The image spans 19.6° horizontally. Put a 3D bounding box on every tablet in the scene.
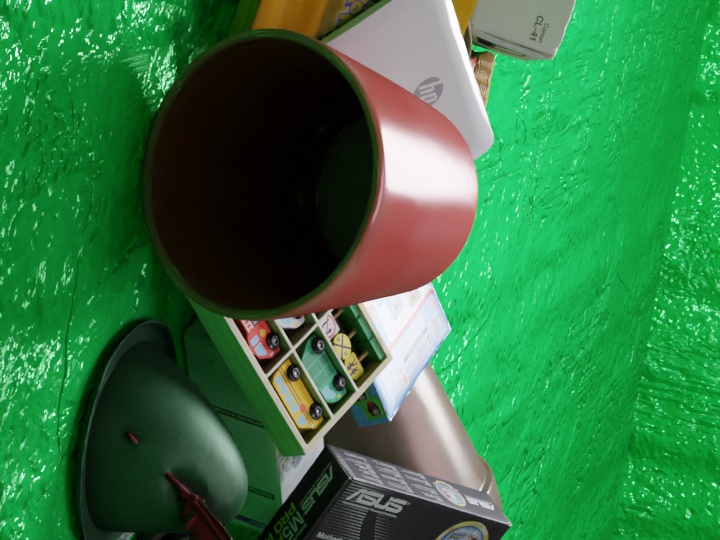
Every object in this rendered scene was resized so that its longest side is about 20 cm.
[{"bbox_3d":[0.031,-0.126,1.579,0.130,0.014,0.200,-35,141,-10],"label":"tablet"}]

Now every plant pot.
[{"bbox_3d":[0.014,0.156,1.847,0.200,0.199,0.174,-49,132,-57],"label":"plant pot"},{"bbox_3d":[-0.021,-0.058,1.451,0.177,0.200,0.202,7,96,-56],"label":"plant pot"}]

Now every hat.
[{"bbox_3d":[-0.090,0.149,1.485,0.166,0.175,0.201,-53,151,-53],"label":"hat"}]

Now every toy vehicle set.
[{"bbox_3d":[-0.062,0.021,1.540,0.124,0.026,0.201,-47,115,-40],"label":"toy vehicle set"}]

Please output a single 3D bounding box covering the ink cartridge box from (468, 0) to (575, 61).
[{"bbox_3d":[0.144,-0.264,1.826,0.200,0.085,0.148,-110,-142,-86],"label":"ink cartridge box"}]

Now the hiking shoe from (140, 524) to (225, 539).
[{"bbox_3d":[-0.128,0.246,1.565,0.200,0.100,0.076,-60,156,-44],"label":"hiking shoe"}]

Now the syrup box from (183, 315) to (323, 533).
[{"bbox_3d":[-0.081,0.110,1.648,0.079,0.081,0.201,-54,153,-42],"label":"syrup box"}]

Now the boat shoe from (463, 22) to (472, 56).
[{"bbox_3d":[0.057,-0.259,1.685,0.072,0.065,0.201,-47,140,-45],"label":"boat shoe"}]

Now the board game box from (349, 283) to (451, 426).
[{"bbox_3d":[0.000,0.000,1.674,0.151,0.036,0.201,-51,124,-55],"label":"board game box"}]

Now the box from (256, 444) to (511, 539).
[{"bbox_3d":[0.005,0.234,1.698,0.199,0.044,0.161,22,111,-43],"label":"box"}]

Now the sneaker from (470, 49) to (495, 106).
[{"bbox_3d":[0.054,-0.177,1.861,0.200,0.090,0.075,8,92,-72],"label":"sneaker"}]

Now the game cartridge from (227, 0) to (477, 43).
[{"bbox_3d":[-0.007,-0.176,1.532,0.199,0.032,0.177,-6,129,-40],"label":"game cartridge"}]
